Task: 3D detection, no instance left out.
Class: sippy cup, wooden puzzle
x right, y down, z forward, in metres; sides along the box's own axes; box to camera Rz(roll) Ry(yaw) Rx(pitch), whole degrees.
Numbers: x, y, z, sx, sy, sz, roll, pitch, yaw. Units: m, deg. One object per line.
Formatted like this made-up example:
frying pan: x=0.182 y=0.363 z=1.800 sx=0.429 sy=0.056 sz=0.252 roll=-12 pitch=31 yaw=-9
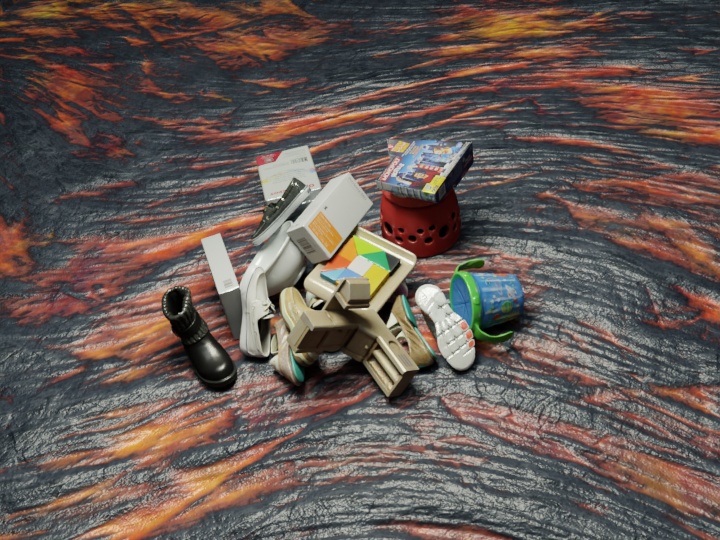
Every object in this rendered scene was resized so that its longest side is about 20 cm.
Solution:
sippy cup: x=0.274 y=0.062 z=1.618 sx=0.130 sy=0.179 sz=0.140 roll=-7 pitch=1 yaw=-12
wooden puzzle: x=0.000 y=0.000 z=1.678 sx=0.185 sy=0.037 sz=0.200 roll=27 pitch=62 yaw=22

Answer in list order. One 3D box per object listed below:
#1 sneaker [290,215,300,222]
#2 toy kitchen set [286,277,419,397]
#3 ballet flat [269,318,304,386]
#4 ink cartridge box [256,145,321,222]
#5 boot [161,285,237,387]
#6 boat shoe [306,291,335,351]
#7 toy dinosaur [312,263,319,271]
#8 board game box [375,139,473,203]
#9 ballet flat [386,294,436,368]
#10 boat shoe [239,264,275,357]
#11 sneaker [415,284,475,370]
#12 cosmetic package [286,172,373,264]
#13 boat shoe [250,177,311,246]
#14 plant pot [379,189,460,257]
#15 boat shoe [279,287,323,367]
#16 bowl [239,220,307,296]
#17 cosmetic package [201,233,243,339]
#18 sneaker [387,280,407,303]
sneaker: x=-0.123 y=-0.106 z=1.835 sx=0.200 sy=0.078 sz=0.090 roll=-42 pitch=12 yaw=14
toy kitchen set: x=0.004 y=0.132 z=1.477 sx=0.199 sy=0.163 sz=0.181 roll=1 pitch=41 yaw=-45
ballet flat: x=-0.160 y=0.179 z=1.622 sx=0.067 sy=0.068 sz=0.200 roll=-25 pitch=36 yaw=12
ink cartridge box: x=-0.176 y=-0.197 z=1.948 sx=0.145 sy=0.145 sz=0.200 roll=-13 pitch=43 yaw=-5
boot: x=-0.349 y=0.141 z=1.614 sx=0.079 sy=0.158 sz=0.211 roll=-32 pitch=47 yaw=-22
boat shoe: x=-0.080 y=0.086 z=1.690 sx=0.074 sy=0.069 sz=0.200 roll=-16 pitch=44 yaw=-8
toy dinosaur: x=-0.057 y=-0.051 z=1.834 sx=0.135 sy=0.102 sz=0.201 roll=-4 pitch=56 yaw=35
board game box: x=0.127 y=-0.233 z=1.731 sx=0.199 sy=0.062 sz=0.200 roll=16 pitch=49 yaw=28
ballet flat: x=0.097 y=0.135 z=1.623 sx=0.072 sy=0.068 sz=0.200 roll=-31 pitch=48 yaw=6
boat shoe: x=-0.218 y=0.090 z=1.633 sx=0.065 sy=0.201 sz=0.072 roll=7 pitch=2 yaw=27
sneaker: x=0.184 y=0.124 z=1.605 sx=0.077 sy=0.082 sz=0.201 roll=-23 pitch=69 yaw=-4
cosmetic package: x=-0.068 y=-0.120 z=1.726 sx=0.071 sy=0.102 sz=0.200 roll=-16 pitch=31 yaw=49
boat shoe: x=-0.201 y=-0.142 z=1.818 sx=0.200 sy=0.057 sz=0.069 roll=-44 pitch=12 yaw=16
plant pot: x=0.139 y=-0.161 z=1.832 sx=0.199 sy=0.183 sz=0.201 roll=-7 pitch=43 yaw=6
boat shoe: x=-0.116 y=0.108 z=1.614 sx=0.076 sy=0.072 sz=0.201 roll=-37 pitch=51 yaw=21
bowl: x=-0.188 y=-0.010 z=1.766 sx=0.201 sy=0.090 sz=0.201 roll=-46 pitch=18 yaw=20
cosmetic package: x=-0.305 y=0.035 z=1.724 sx=0.051 sy=0.151 sz=0.200 roll=-20 pitch=44 yaw=-9
sneaker: x=0.019 y=0.017 z=1.747 sx=0.199 sy=0.081 sz=0.089 roll=9 pitch=39 yaw=12
